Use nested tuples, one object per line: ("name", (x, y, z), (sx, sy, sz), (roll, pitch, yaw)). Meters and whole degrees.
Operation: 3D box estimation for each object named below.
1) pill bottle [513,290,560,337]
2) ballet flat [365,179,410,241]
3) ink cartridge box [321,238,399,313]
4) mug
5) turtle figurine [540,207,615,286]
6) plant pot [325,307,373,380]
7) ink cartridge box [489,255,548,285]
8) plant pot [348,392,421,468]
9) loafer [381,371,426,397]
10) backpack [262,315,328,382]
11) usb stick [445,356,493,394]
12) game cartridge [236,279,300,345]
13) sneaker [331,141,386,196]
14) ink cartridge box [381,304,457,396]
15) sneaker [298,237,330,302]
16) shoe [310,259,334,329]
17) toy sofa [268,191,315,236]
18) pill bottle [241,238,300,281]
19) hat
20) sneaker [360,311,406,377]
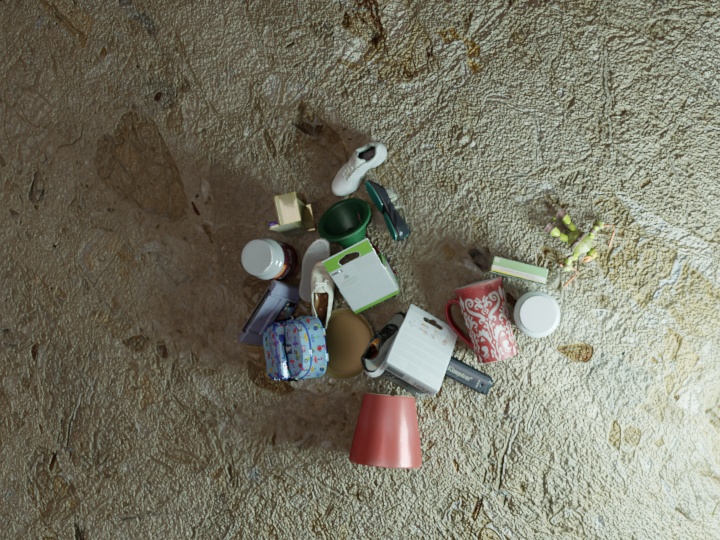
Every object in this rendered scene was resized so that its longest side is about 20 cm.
("pill bottle", (0.442, 0.110, 1.481), (0.112, 0.200, 0.117), (-1, 86, 14))
("ballet flat", (0.083, -0.177, 1.666), (0.072, 0.073, 0.203), (-31, 74, 11))
("ink cartridge box", (0.000, 0.000, 1.609), (0.145, 0.076, 0.202), (-25, 123, 11))
("mug", (0.328, 0.134, 1.569), (0.131, 0.177, 0.205), (-15, 87, -23))
("turtle figurine", (0.553, -0.072, 1.532), (0.161, 0.064, 0.201), (41, 97, 13))
("plant pot", (-0.048, 0.210, 1.685), (0.195, 0.027, 0.205), (-2, 84, 21))
("ink cartridge box", (0.402, 0.001, 1.497), (0.142, 0.200, 0.049), (14, 90, 14))
("plant pot", (0.072, 0.425, 1.579), (0.195, 0.200, 0.182), (2, 78, 14))
("loafer", (0.110, 0.289, 1.626), (0.199, 0.070, 0.075), (37, 79, 31))
("backpack", (-0.174, 0.216, 1.629), (0.199, 0.132, 0.187), (-13, 82, 59))
("usb stick", (0.265, 0.273, 1.606), (0.197, 0.033, 0.056), (26, 93, 14))
("game cartridge", (-0.257, 0.128, 1.698), (0.038, 0.129, 0.202), (41, 102, 38))
("sneaker", (-0.016, -0.298, 1.674), (0.200, 0.099, 0.078), (-46, 78, 8))
("ink cartridge box", (0.164, 0.211, 1.582), (0.158, 0.048, 0.202), (29, 53, -1))
("sneaker", (-0.131, -0.014, 1.673), (0.072, 0.082, 0.203), (19, 119, -5))
("shoe", (-0.104, 0.070, 1.635), (0.068, 0.054, 0.204), (-1, 114, -6))
("toy sofa", (-0.198, -0.156, 1.664), (0.095, 0.200, 0.085), (-12, 85, 8))
("pill bottle", (-0.254, -0.030, 1.671), (0.111, 0.200, 0.117), (-1, 87, 14))
("hat", (-0.014, -0.081, 1.703), (0.163, 0.178, 0.202), (-25, 40, 6))
("sneaker", (0.069, 0.193, 1.607), (0.073, 0.080, 0.202), (14, 59, 39))
